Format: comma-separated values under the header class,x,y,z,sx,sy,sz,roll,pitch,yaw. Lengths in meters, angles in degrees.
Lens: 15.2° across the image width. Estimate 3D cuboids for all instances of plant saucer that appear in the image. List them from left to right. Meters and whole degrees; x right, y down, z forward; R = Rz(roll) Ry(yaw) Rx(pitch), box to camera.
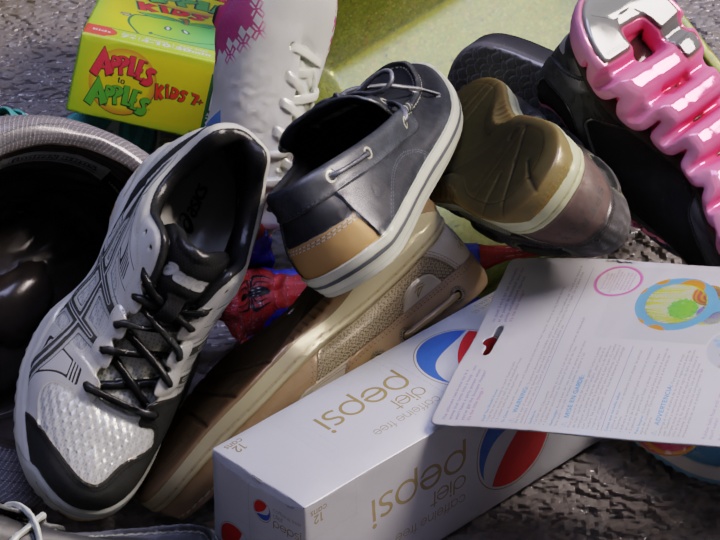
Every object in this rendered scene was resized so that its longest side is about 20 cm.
class,x,y,z,sx,sy,sz,roll,pitch,yaw
plant saucer,0.080,-0.092,1.452,0.200,0.048,0.200,-31,69,-7

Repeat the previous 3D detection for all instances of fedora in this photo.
class,x,y,z,sx,sy,sz,roll,pitch,yaw
fedora,-0.170,0.022,1.313,0.200,0.177,0.090,-61,16,-24

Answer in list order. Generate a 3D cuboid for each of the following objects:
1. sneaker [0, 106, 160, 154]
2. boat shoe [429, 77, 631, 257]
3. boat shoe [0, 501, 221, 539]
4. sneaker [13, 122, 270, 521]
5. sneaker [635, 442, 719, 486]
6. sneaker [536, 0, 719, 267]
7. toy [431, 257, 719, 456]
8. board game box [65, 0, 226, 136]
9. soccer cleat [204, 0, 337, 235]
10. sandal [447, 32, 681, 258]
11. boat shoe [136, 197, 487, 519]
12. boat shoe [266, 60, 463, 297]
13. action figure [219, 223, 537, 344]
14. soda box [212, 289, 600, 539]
class,x,y,z,sx,sy,sz,roll,pitch,yaw
sneaker,-0.186,-0.054,1.485,0.077,0.080,0.200,21,38,35
boat shoe,0.076,-0.043,1.309,0.072,0.066,0.201,-51,17,0
boat shoe,-0.154,0.136,1.178,0.200,0.068,0.072,-6,29,-8
sneaker,-0.100,0.017,1.245,0.076,0.088,0.200,25,69,-16
sneaker,0.205,0.061,1.254,0.200,0.081,0.077,17,38,32
sneaker,0.156,-0.042,1.316,0.079,0.095,0.200,-29,82,-36
toy,0.145,0.049,1.204,0.200,0.047,0.115,0,39,28
board game box,-0.107,-0.128,1.569,0.101,0.048,0.200,12,18,-3
soccer cleat,-0.045,-0.073,1.402,0.070,0.200,0.086,-6,40,-38
sandal,0.139,-0.069,1.379,0.200,0.076,0.043,31,34,17
boat shoe,-0.020,0.052,1.276,0.200,0.065,0.071,-44,15,-11
boat shoe,0.000,-0.060,1.292,0.075,0.062,0.200,-30,18,26
action figure,0.000,0.000,1.350,0.200,0.099,0.065,-8,67,5
soda box,0.026,0.080,1.249,0.200,0.068,0.064,-28,42,-36
